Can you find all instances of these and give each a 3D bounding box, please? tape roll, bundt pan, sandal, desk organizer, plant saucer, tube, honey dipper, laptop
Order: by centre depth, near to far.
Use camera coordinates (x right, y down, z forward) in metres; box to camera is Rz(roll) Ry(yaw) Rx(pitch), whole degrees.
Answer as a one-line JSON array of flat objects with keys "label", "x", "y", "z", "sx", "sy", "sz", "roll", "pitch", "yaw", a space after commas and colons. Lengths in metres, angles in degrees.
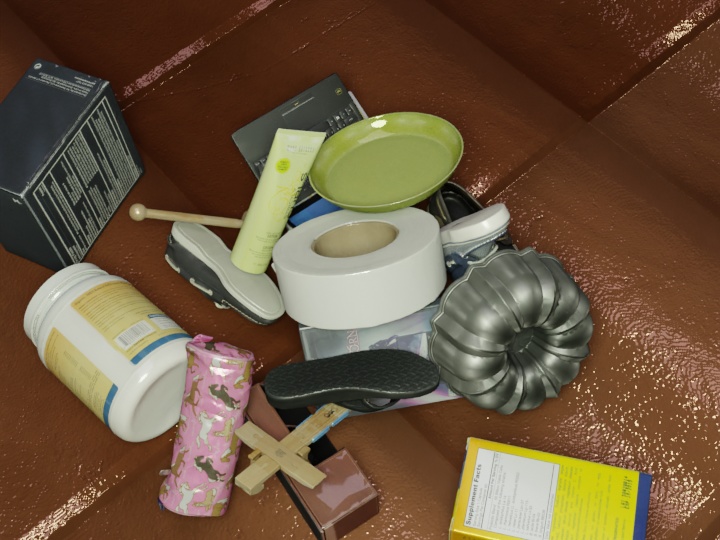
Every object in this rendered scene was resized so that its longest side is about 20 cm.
[{"label": "bundt pan", "x": 0.182, "y": 0.080, "z": 1.147, "sx": 0.202, "sy": 0.202, "sz": 0.076, "roll": -25, "pitch": 32, "yaw": -10}, {"label": "sandal", "x": -0.009, "y": 0.132, "z": 1.149, "sx": 0.200, "sy": 0.048, "sz": 0.075, "roll": -4, "pitch": 39, "yaw": 6}, {"label": "desk organizer", "x": -0.064, "y": 0.215, "z": 1.168, "sx": 0.077, "sy": 0.072, "sz": 0.200, "roll": -30, "pitch": 61, "yaw": -16}, {"label": "tape roll", "x": -0.001, "y": -0.008, "z": 1.185, "sx": 0.202, "sy": 0.071, "sz": 0.203, "roll": -9, "pitch": 25, "yaw": 4}, {"label": "tube", "x": -0.109, "y": -0.089, "z": 1.262, "sx": 0.052, "sy": 0.200, "sz": 0.058, "roll": 25, "pitch": 25, "yaw": -1}, {"label": "plant saucer", "x": 0.034, "y": -0.133, "z": 1.272, "sx": 0.200, "sy": 0.031, "sz": 0.200, "roll": -9, "pitch": 40, "yaw": 8}, {"label": "honey dipper", "x": -0.204, "y": -0.067, "z": 1.320, "sx": 0.200, "sy": 0.038, "sz": 0.038, "roll": 5, "pitch": 55, "yaw": -23}, {"label": "laptop", "x": -0.041, "y": -0.145, "z": 1.334, "sx": 0.177, "sy": 0.103, "sz": 0.200, "roll": -33, "pitch": 97, "yaw": -15}]

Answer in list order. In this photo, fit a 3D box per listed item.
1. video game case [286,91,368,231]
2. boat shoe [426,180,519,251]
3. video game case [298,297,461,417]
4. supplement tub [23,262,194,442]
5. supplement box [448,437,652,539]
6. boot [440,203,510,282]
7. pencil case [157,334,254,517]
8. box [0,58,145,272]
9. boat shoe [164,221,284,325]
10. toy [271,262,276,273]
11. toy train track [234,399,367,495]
[{"label": "video game case", "x": -0.051, "y": -0.149, "z": 1.414, "sx": 0.182, "sy": 0.023, "sz": 0.200, "roll": -25, "pitch": 60, "yaw": -10}, {"label": "boat shoe", "x": 0.153, "y": -0.039, "z": 1.300, "sx": 0.074, "sy": 0.073, "sz": 0.200, "roll": -35, "pitch": 62, "yaw": -16}, {"label": "video game case", "x": 0.037, "y": 0.105, "z": 1.187, "sx": 0.200, "sy": 0.143, "sz": 0.019, "roll": -10, "pitch": 32, "yaw": -1}, {"label": "supplement tub", "x": -0.297, "y": 0.096, "z": 1.215, "sx": 0.200, "sy": 0.145, "sz": 0.145, "roll": 37, "pitch": 68, "yaw": 23}, {"label": "supplement box", "x": 0.203, "y": 0.268, "z": 1.090, "sx": 0.200, "sy": 0.110, "sz": 0.109, "roll": 11, "pitch": 60, "yaw": 10}, {"label": "boot", "x": 0.144, "y": -0.020, "z": 1.193, "sx": 0.073, "sy": 0.200, "sz": 0.090, "roll": -29, "pitch": 93, "yaw": -10}, {"label": "pencil case", "x": -0.175, "y": 0.177, "z": 1.140, "sx": 0.086, "sy": 0.083, "sz": 0.200, "roll": 13, "pitch": 95, "yaw": -1}, {"label": "box", "x": -0.408, "y": -0.134, "z": 1.331, "sx": 0.123, "sy": 0.200, "sz": 0.199, "roll": 19, "pitch": 62, "yaw": 15}, {"label": "boat shoe", "x": -0.181, "y": 0.013, "z": 1.306, "sx": 0.200, "sy": 0.060, "sz": 0.074, "roll": 38, "pitch": 29, "yaw": 19}, {"label": "toy", "x": 0.000, "y": 0.000, "z": 1.306, "sx": 0.200, "sy": 0.047, "sz": 0.115, "roll": -27, "pitch": 57, "yaw": -13}, {"label": "toy train track", "x": -0.062, "y": 0.191, "z": 1.120, "sx": 0.115, "sy": 0.033, "sz": 0.200, "roll": 30, "pitch": 44, "yaw": 27}]
